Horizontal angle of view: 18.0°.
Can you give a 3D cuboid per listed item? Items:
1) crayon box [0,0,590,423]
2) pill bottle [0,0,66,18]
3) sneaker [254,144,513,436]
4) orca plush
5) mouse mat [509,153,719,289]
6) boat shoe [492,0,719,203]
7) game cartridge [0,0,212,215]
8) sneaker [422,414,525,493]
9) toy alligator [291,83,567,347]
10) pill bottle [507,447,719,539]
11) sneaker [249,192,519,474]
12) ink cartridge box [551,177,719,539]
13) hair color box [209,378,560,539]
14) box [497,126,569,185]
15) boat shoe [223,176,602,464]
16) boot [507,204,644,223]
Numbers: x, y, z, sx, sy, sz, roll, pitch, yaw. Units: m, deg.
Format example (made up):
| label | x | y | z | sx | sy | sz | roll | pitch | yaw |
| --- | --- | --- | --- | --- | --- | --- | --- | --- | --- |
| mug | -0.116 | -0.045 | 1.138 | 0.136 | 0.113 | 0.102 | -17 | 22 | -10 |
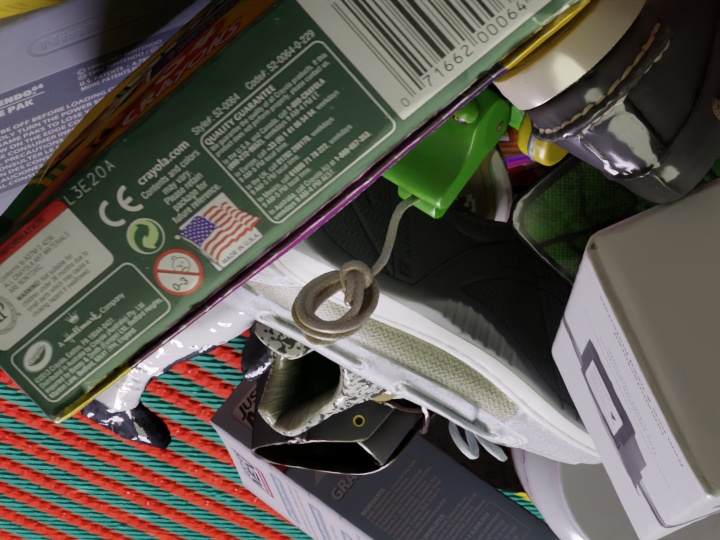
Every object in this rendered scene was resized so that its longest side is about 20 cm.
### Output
| label | x | y | z | sx | sy | sz | roll | pitch | yaw |
| --- | --- | --- | --- | --- | --- | --- | --- | --- | --- |
| crayon box | -0.019 | -0.063 | 0.684 | 0.200 | 0.173 | 0.058 | -38 | 103 | 20 |
| pill bottle | -0.117 | -0.131 | 0.683 | 0.200 | 0.112 | 0.112 | -12 | 152 | 24 |
| sneaker | 0.000 | 0.000 | 0.884 | 0.077 | 0.089 | 0.200 | 34 | 142 | 21 |
| orca plush | -0.057 | 0.006 | 1.010 | 0.071 | 0.105 | 0.200 | -26 | 150 | -44 |
| mouse mat | 0.170 | -0.010 | 0.838 | 0.161 | 0.008 | 0.200 | -38 | 124 | 17 |
| boat shoe | 0.095 | -0.084 | 0.686 | 0.063 | 0.200 | 0.073 | 46 | 124 | -10 |
| game cartridge | -0.095 | -0.076 | 0.803 | 0.200 | 0.041 | 0.133 | -22 | 161 | -11 |
| sneaker | 0.124 | 0.089 | 1.181 | 0.200 | 0.075 | 0.087 | 2 | 160 | 1 |
| toy alligator | 0.041 | -0.062 | 0.752 | 0.059 | 0.200 | 0.054 | 32 | 161 | 20 |
| pill bottle | 0.126 | 0.079 | 1.032 | 0.109 | 0.110 | 0.200 | 1 | 180 | 0 |
| sneaker | 0.044 | 0.033 | 1.023 | 0.200 | 0.106 | 0.075 | -10 | 152 | 22 |
| ink cartridge box | 0.144 | 0.015 | 0.717 | 0.145 | 0.083 | 0.200 | -25 | 170 | -2 |
| hair color box | 0.024 | 0.126 | 1.148 | 0.200 | 0.061 | 0.099 | 34 | 163 | 21 |
| box | 0.144 | -0.082 | 0.857 | 0.200 | 0.039 | 0.137 | -3 | 156 | 8 |
| boat shoe | 0.027 | 0.020 | 0.837 | 0.202 | 0.075 | 0.065 | 28 | 137 | -36 |
| boot | 0.145 | 0.006 | 0.932 | 0.200 | 0.073 | 0.144 | 19 | 154 | -24 |
